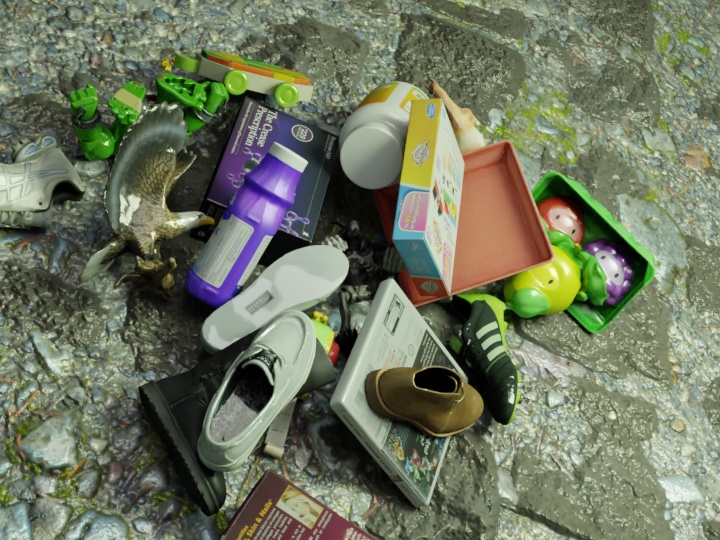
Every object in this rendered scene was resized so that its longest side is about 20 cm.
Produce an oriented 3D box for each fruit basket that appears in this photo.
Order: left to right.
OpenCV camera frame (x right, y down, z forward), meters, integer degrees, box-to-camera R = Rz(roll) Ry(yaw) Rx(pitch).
[{"bbox_3d":[0.277,-0.014,1.642,0.215,0.156,0.216,28,31,-19],"label":"fruit basket"}]

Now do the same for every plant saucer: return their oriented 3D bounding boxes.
[{"bbox_3d":[0.134,-0.057,1.605,0.199,0.037,0.200,-18,60,4],"label":"plant saucer"}]

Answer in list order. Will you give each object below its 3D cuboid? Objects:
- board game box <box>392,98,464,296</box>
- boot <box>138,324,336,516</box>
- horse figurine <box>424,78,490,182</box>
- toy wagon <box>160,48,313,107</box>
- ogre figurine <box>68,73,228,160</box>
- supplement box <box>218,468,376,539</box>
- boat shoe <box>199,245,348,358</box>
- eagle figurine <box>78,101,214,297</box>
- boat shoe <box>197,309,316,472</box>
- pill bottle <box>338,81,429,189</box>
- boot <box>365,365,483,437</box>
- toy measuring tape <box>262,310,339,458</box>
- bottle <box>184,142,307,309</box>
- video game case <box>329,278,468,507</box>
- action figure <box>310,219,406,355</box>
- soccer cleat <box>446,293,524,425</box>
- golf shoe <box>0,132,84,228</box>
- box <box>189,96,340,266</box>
[{"bbox_3d":[0.088,-0.090,1.526,0.040,0.153,0.200,0,62,17],"label":"board game box"},{"bbox_3d":[-0.115,0.151,1.315,0.200,0.066,0.165,-23,68,-22],"label":"boot"},{"bbox_3d":[0.155,-0.165,1.709,0.133,0.050,0.200,37,36,-62],"label":"horse figurine"},{"bbox_3d":[-0.165,-0.261,1.619,0.200,0.040,0.155,12,13,-18],"label":"toy wagon"},{"bbox_3d":[-0.269,-0.185,1.505,0.200,0.120,0.098,-33,77,-39],"label":"ogre figurine"},{"bbox_3d":[-0.050,0.311,1.241,0.200,0.086,0.110,34,47,1],"label":"supplement box"},{"bbox_3d":[-0.102,0.038,1.414,0.200,0.057,0.069,-33,73,-21],"label":"boat shoe"},{"bbox_3d":[-0.243,-0.073,1.411,0.151,0.152,0.200,11,63,-51],"label":"eagle figurine"},{"bbox_3d":[-0.102,0.114,1.258,0.070,0.072,0.201,27,59,7],"label":"boat shoe"},{"bbox_3d":[0.033,-0.176,1.615,0.111,0.111,0.200,31,24,-1],"label":"pill bottle"},{"bbox_3d":[0.095,0.145,1.388,0.200,0.075,0.074,18,60,-51],"label":"boot"},{"bbox_3d":[-0.068,0.119,1.398,0.073,0.074,0.200,24,47,-8],"label":"toy measuring tape"},{"bbox_3d":[-0.131,-0.052,1.418,0.065,0.200,0.084,30,6,-8],"label":"bottle"},{"bbox_3d":[0.050,0.140,1.412,0.182,0.023,0.200,52,40,-27],"label":"video game case"},{"bbox_3d":[0.000,0.000,1.508,0.119,0.102,0.200,1,56,-17],"label":"action figure"},{"bbox_3d":[0.153,0.110,1.526,0.081,0.068,0.200,8,44,-14],"label":"soccer cleat"},{"bbox_3d":[-0.398,-0.080,1.390,0.097,0.078,0.200,44,48,3],"label":"golf shoe"},{"bbox_3d":[-0.117,-0.110,1.553,0.141,0.079,0.200,24,47,-12],"label":"box"}]
